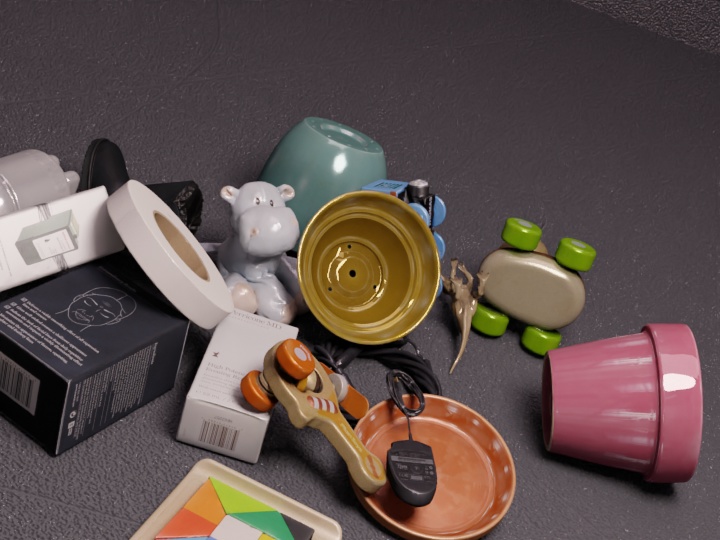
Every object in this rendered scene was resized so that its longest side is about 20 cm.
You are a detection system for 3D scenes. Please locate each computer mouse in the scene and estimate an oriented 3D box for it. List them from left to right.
[{"bbox_3d":[0.052,0.194,1.444,0.058,0.034,0.201,9,39,-12],"label":"computer mouse"}]

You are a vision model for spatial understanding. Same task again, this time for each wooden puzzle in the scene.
[{"bbox_3d":[-0.130,0.283,1.289,0.184,0.037,0.200,24,31,9],"label":"wooden puzzle"}]

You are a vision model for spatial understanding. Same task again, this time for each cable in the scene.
[{"bbox_3d":[0.019,0.140,1.587,0.162,0.051,0.201,11,32,-12],"label":"cable"}]

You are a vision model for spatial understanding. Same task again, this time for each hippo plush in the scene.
[{"bbox_3d":[-0.121,-0.038,1.686,0.158,0.162,0.200,2,34,-25],"label":"hippo plush"}]

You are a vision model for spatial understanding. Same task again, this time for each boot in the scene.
[{"bbox_3d":[-0.292,-0.100,1.688,0.166,0.077,0.201,-6,53,10],"label":"boot"}]

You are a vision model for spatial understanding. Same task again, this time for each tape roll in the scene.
[{"bbox_3d":[-0.226,-0.020,1.497,0.203,0.037,0.203,52,5,-6],"label":"tape roll"}]

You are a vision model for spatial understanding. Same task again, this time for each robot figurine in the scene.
[{"bbox_3d":[-0.459,-0.090,1.635,0.169,0.114,0.200,33,33,19],"label":"robot figurine"}]

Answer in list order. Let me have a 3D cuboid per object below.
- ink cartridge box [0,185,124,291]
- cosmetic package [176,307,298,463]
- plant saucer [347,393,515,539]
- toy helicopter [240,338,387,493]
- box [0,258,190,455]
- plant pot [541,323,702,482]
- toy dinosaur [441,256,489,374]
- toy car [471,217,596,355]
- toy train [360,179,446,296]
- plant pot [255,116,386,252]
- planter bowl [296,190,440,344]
[{"bbox_3d":[-0.404,-0.028,1.498,0.199,0.085,0.146,-21,7,-34],"label":"ink cartridge box"},{"bbox_3d":[-0.143,0.132,1.491,0.101,0.074,0.201,17,32,-3],"label":"cosmetic package"},{"bbox_3d":[0.081,0.232,1.454,0.198,0.032,0.201,7,46,-8],"label":"plant saucer"},{"bbox_3d":[-0.035,0.163,1.415,0.201,0.079,0.132,53,23,9],"label":"toy helicopter"},{"bbox_3d":[-0.319,0.093,1.424,0.148,0.108,0.200,31,33,22],"label":"box"},{"bbox_3d":[0.324,0.166,1.589,0.177,0.202,0.201,1,31,1],"label":"plant pot"},{"bbox_3d":[0.145,0.050,1.750,0.058,0.102,0.201,3,35,-6],"label":"toy dinosaur"},{"bbox_3d":[0.255,0.004,1.844,0.157,0.165,0.200,21,18,4],"label":"toy car"},{"bbox_3d":[0.055,-0.031,1.749,0.113,0.202,0.087,10,19,25],"label":"toy train"},{"bbox_3d":[-0.051,-0.126,1.827,0.199,0.162,0.201,21,19,-7],"label":"plant pot"},{"bbox_3d":[0.000,0.000,1.665,0.199,0.202,0.083,7,-9,-18],"label":"planter bowl"}]
